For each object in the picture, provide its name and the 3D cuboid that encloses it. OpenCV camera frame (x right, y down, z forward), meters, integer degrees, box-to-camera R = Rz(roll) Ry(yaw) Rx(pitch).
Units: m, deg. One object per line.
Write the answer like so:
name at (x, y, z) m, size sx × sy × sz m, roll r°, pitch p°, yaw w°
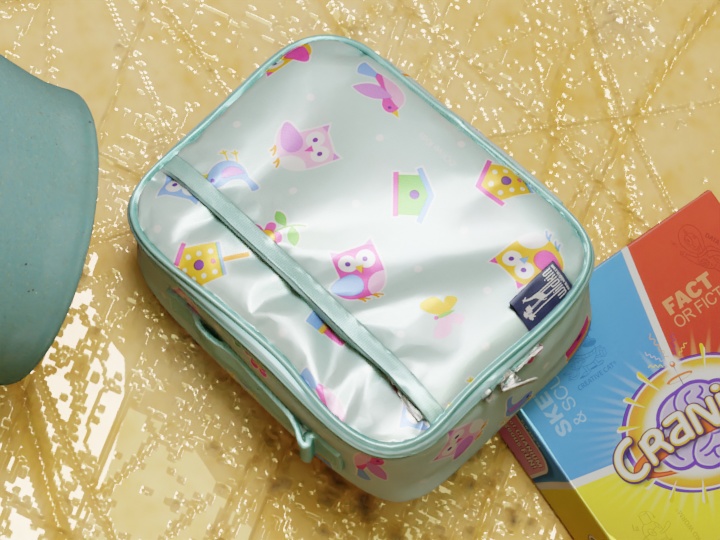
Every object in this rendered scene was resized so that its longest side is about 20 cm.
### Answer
board game box at (0.163, 0.085, 1.298) m, size 0.153 × 0.040 × 0.200 m, roll -34°, pitch 84°, yaw -21°
plant pot at (-0.221, -0.035, 1.163) m, size 0.187 × 0.200 × 0.201 m, roll 13°, pitch 70°, yaw -27°
lunch bag at (0.000, 0.000, 1.238) m, size 0.200 × 0.077 × 0.160 m, roll 41°, pitch 68°, yaw 20°
